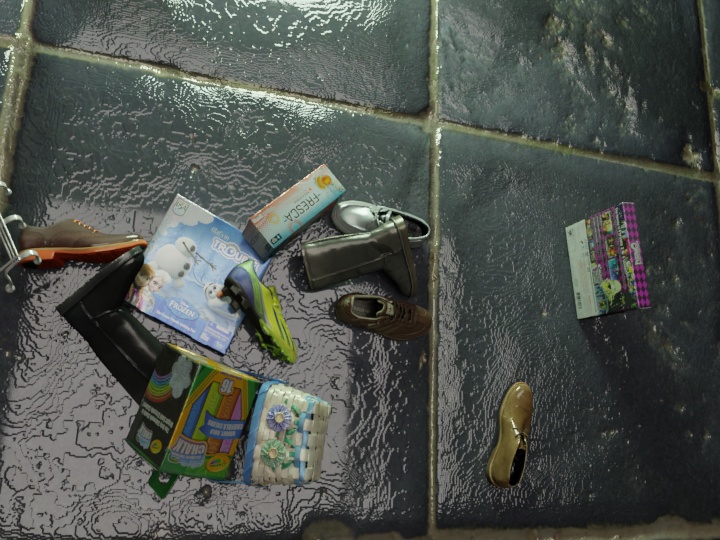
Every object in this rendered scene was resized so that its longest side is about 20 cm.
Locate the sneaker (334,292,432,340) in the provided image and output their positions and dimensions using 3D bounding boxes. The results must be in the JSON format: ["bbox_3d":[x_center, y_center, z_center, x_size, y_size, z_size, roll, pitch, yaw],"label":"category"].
[{"bbox_3d":[0.051,0.085,1.061,0.193,0.075,0.073,9,76,-15],"label":"sneaker"}]

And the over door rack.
[{"bbox_3d":[-0.594,-0.020,0.868,0.197,0.067,0.150,-34,73,-8],"label":"over door rack"}]

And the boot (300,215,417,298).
[{"bbox_3d":[0.000,0.000,1.058,0.195,0.073,0.187,-22,118,-9],"label":"boot"}]

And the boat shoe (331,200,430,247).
[{"bbox_3d":[0.043,-0.095,1.096,0.194,0.071,0.073,13,75,-15],"label":"boat shoe"}]

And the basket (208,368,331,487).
[{"bbox_3d":[-0.154,0.259,0.937,0.193,0.139,0.183,2,75,18],"label":"basket"}]

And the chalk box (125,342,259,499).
[{"bbox_3d":[-0.262,0.237,0.877,0.123,0.123,0.206,28,79,-44],"label":"chalk box"}]

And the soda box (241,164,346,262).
[{"bbox_3d":[-0.116,-0.105,1.029,0.069,0.064,0.199,48,57,0],"label":"soda box"}]

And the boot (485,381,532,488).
[{"bbox_3d":[0.302,0.313,1.098,0.072,0.075,0.206,22,72,-10],"label":"boot"}]

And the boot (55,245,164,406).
[{"bbox_3d":[-0.349,0.088,0.903,0.163,0.066,0.202,-36,102,5],"label":"boot"}]

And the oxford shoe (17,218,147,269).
[{"bbox_3d":[-0.449,-0.052,0.931,0.193,0.071,0.075,-5,77,-18],"label":"oxford shoe"}]

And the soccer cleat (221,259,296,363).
[{"bbox_3d":[-0.155,0.072,0.978,0.084,0.063,0.203,-50,122,-35],"label":"soccer cleat"}]

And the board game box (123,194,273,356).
[{"bbox_3d":[-0.275,0.008,0.988,0.196,0.043,0.204,28,71,-11],"label":"board game box"}]

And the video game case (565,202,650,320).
[{"bbox_3d":[0.496,-0.012,1.168,0.035,0.181,0.208,-1,78,-17],"label":"video game case"}]
